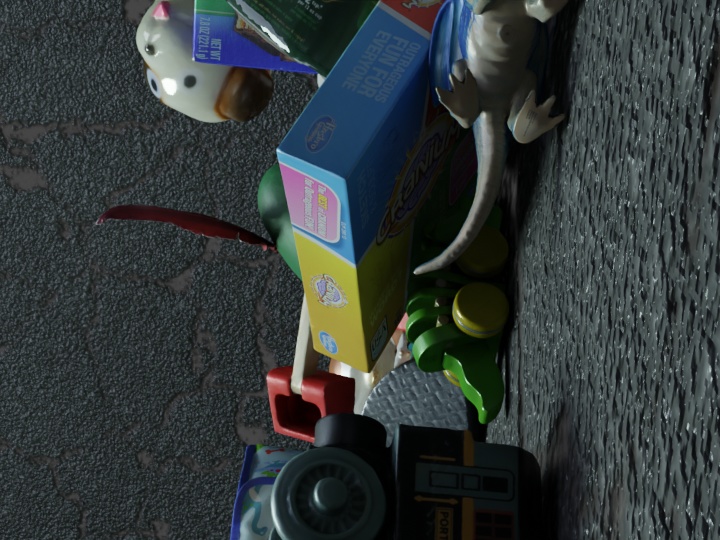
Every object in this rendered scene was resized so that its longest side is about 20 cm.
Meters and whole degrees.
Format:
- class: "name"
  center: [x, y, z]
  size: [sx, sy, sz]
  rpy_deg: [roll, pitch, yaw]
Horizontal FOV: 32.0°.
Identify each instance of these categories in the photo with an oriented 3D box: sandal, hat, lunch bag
- class: "sandal"
  center: [0.035, 0.140, 0.786]
  size: [0.043, 0.075, 0.203]
  rpy_deg: [-32, -46, -55]
- class: "hat"
  center: [-0.071, -0.060, 0.987]
  size: [0.200, 0.174, 0.167]
  rpy_deg: [68, -136, -80]
- class: "lunch bag"
  center: [-0.031, 0.240, 1.102]
  size: [0.200, 0.167, 0.129]
  rpy_deg: [-86, 1, -71]

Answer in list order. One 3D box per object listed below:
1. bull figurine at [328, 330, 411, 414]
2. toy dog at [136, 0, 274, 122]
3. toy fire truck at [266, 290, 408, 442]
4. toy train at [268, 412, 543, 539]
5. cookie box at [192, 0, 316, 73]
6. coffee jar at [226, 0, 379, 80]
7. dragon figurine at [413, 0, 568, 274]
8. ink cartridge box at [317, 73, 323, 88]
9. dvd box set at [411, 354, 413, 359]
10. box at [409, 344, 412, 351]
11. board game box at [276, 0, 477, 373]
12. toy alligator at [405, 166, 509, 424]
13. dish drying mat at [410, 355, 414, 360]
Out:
- class: "bull figurine"
  center: [0.006, 0.100, 0.976]
  size: [0.121, 0.064, 0.203]
  rpy_deg: [-95, 10, -78]
- class: "toy dog"
  center: [-0.097, -0.209, 0.926]
  size: [0.202, 0.138, 0.194]
  rpy_deg: [-66, -25, -12]
- class: "toy fire truck"
  center: [0.000, 0.000, 0.826]
  size: [0.140, 0.048, 0.203]
  rpy_deg: [-16, -69, -52]
- class: "toy train"
  center: [0.016, 0.151, 0.485]
  size: [0.086, 0.112, 0.202]
  rpy_deg: [99, 175, -58]
- class: "cookie box"
  center: [-0.001, -0.210, 0.797]
  size: [0.075, 0.197, 0.174]
  rpy_deg: [-91, 6, -75]
- class: "coffee jar"
  center: [0.015, -0.208, 0.704]
  size: [0.201, 0.104, 0.085]
  rpy_deg: [-55, -32, 14]
- class: "dragon figurine"
  center: [0.063, -0.102, 0.588]
  size: [0.100, 0.058, 0.203]
  rpy_deg: [-89, 5, -76]
- class: "ink cartridge box"
  center: [0.033, -0.227, 0.965]
  size: [0.147, 0.084, 0.200]
  rpy_deg: [-61, -6, -20]
- class: "dvd box set"
  center: [0.049, 0.144, 0.928]
  size: [0.147, 0.029, 0.203]
  rpy_deg: [98, 177, -67]
- class: "box"
  center: [0.032, -0.003, 1.151]
  size: [0.049, 0.081, 0.203]
  rpy_deg: [-93, 8, -74]
- class: "board game box"
  center: [0.018, -0.055, 0.702]
  size: [0.154, 0.040, 0.201]
  rpy_deg: [-58, -19, -25]
- class: "toy alligator"
  center: [0.054, -0.003, 0.716]
  size: [0.060, 0.053, 0.202]
  rpy_deg: [97, 178, -52]
- class: "dish drying mat"
  center: [0.002, 0.125, 0.830]
  size: [0.201, 0.018, 0.077]
  rpy_deg: [-55, -16, 3]
